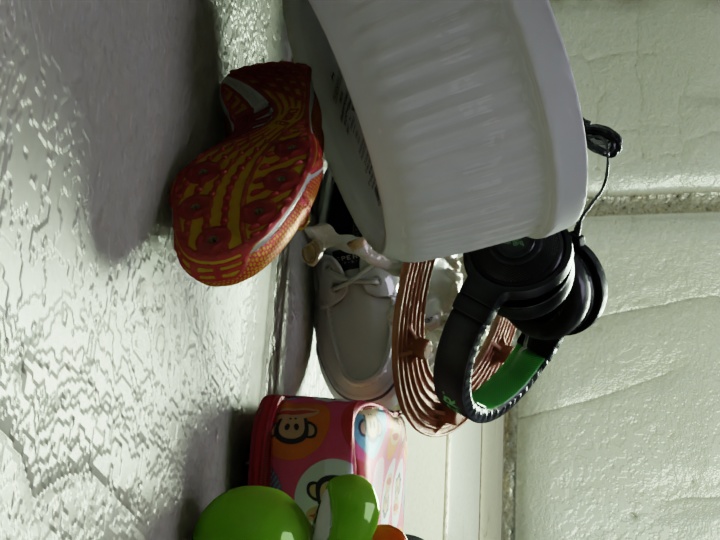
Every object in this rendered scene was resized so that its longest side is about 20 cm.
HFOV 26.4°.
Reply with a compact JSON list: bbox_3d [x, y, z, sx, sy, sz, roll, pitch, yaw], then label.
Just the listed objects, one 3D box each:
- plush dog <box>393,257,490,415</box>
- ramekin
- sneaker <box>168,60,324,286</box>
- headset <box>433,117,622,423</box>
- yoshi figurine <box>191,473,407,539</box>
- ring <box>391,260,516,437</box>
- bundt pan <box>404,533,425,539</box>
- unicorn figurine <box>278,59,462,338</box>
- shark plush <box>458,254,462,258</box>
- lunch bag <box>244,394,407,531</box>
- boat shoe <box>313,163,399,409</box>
[{"bbox_3d":[0.066,0.045,1.313,0.172,0.160,0.200,-62,163,-10],"label":"plush dog"},{"bbox_3d":[0.033,-0.100,0.821,0.200,0.105,0.201,160,-90,-82],"label":"ramekin"},{"bbox_3d":[-0.045,-0.040,0.767,0.200,0.073,0.077,-74,157,-61],"label":"sneaker"},{"bbox_3d":[0.100,-0.004,0.956,0.200,0.094,0.123,-60,151,0],"label":"headset"},{"bbox_3d":[-0.052,0.190,0.743,0.112,0.112,0.201,25,75,-35],"label":"yoshi figurine"},{"bbox_3d":[0.074,0.011,0.985,0.200,0.019,0.201,-38,135,-51],"label":"ring"},{"bbox_3d":[0.033,0.305,1.227,0.202,0.076,0.203,0,90,-81],"label":"bundt pan"},{"bbox_3d":[0.011,-0.034,0.956,0.137,0.074,0.201,-4,88,-54],"label":"unicorn figurine"},{"bbox_3d":[0.058,-0.054,1.103,0.083,0.091,0.200,49,5,13],"label":"shark plush"},{"bbox_3d":[-0.017,0.165,0.905,0.200,0.082,0.177,46,45,-77],"label":"lunch bag"},{"bbox_3d":[0.000,0.000,1.060,0.066,0.072,0.200,66,24,-58],"label":"boat shoe"}]
